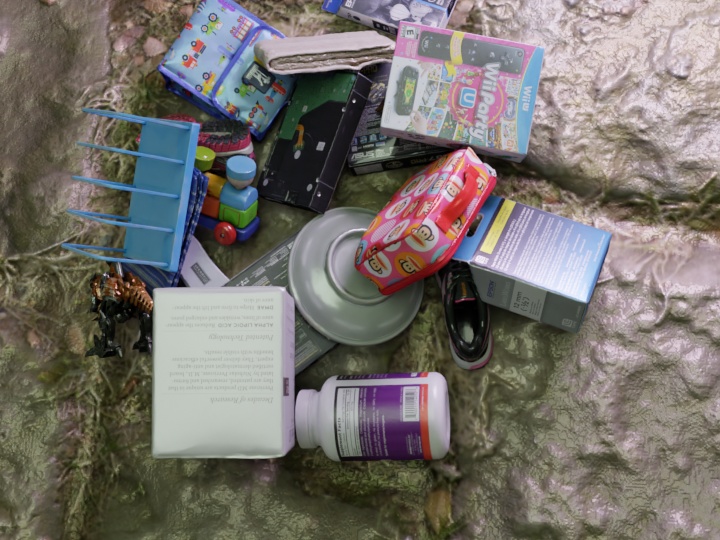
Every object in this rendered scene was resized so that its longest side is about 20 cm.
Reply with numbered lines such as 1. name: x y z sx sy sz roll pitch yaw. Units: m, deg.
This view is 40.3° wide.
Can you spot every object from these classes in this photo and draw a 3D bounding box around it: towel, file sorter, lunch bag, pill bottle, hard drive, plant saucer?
1. towel: -0.050 -0.313 1.408 0.197 0.133 0.035 -8 113 -13
2. file sorter: -0.318 -0.114 1.336 0.138 0.122 0.203 14 96 47
3. lunch bag: 0.091 -0.072 1.272 0.082 0.175 0.201 44 52 -13
4. lunch bag: -0.180 -0.299 1.481 0.198 0.094 0.152 32 82 3
5. towel: -0.284 -0.065 1.394 0.144 0.024 0.203 32 108 43
6. pill bottle: 0.018 0.194 1.300 0.197 0.112 0.114 -3 76 10
7. hard drive: -0.068 -0.188 1.408 0.139 0.038 0.203 15 84 47
8. plant saucer: 0.000 0.000 1.342 0.197 0.050 0.203 6 69 -15

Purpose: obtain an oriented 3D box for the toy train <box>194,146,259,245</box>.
1. toy train: -0.237 -0.127 1.414 0.197 0.085 0.117 21 125 15

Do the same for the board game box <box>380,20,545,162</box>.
1. board game box: 0.135 -0.239 1.314 0.197 0.064 0.150 11 86 2

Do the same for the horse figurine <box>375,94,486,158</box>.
1. horse figurine: 0.121 -0.235 1.370 0.197 0.050 0.135 15 83 9

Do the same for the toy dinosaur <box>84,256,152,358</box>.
1. toy dinosaur: -0.339 0.051 1.380 0.100 0.200 0.138 -3 94 -15

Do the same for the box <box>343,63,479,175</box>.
1. box: 0.071 -0.234 1.427 0.197 0.049 0.164 -9 76 7

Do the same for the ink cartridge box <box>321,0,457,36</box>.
1. ink cartridge box: 0.042 -0.414 1.482 0.198 0.039 0.101 22 82 15

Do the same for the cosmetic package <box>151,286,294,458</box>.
1. cosmetic package: -0.167 0.129 1.232 0.162 0.165 0.204 -1 84 1

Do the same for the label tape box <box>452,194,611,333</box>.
1. label tape box: 0.219 -0.015 1.307 0.197 0.067 0.144 18 47 16

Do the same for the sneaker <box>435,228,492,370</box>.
1. sneaker: 0.144 0.028 1.330 0.079 0.086 0.203 -13 74 5

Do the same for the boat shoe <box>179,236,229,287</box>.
1. boat shoe: -0.216 0.030 1.413 0.068 0.057 0.201 -31 76 -9

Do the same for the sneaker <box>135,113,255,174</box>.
1. sneaker: -0.250 -0.180 1.464 0.197 0.075 0.081 11 45 25

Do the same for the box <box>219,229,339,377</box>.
1. box: -0.114 0.065 1.357 0.199 0.044 0.161 -37 84 -12
